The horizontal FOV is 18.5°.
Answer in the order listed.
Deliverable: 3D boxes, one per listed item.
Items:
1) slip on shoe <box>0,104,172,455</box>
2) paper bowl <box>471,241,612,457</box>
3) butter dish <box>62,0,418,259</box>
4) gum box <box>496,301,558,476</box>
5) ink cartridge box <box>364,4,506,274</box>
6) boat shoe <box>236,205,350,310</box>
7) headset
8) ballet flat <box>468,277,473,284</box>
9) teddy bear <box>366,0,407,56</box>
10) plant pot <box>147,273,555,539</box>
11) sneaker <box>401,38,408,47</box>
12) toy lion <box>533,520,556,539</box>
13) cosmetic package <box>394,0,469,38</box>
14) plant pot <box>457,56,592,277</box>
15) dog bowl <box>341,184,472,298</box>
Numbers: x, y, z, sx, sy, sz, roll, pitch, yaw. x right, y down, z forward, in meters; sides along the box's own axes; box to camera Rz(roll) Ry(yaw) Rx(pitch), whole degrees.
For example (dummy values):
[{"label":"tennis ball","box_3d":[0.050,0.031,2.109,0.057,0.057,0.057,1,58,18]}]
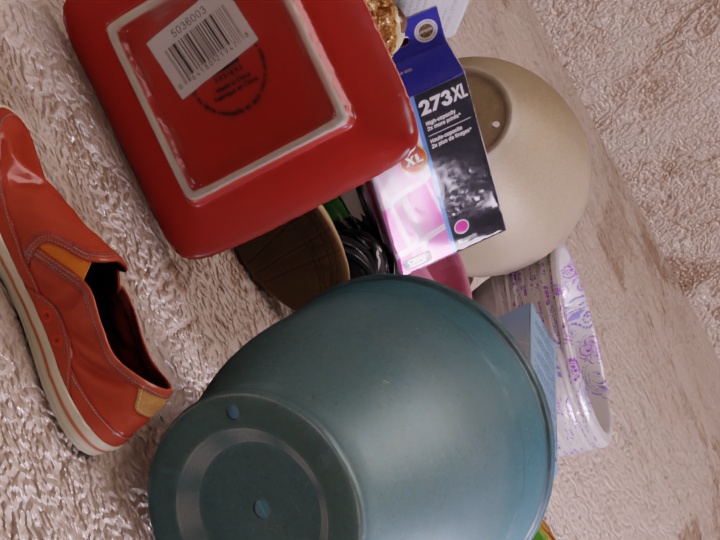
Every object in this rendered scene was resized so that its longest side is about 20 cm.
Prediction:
[{"label":"slip on shoe","box_3d":[-0.156,-0.002,1.187,0.200,0.061,0.074,66,16,14]},{"label":"paper bowl","box_3d":[0.162,0.077,2.064,0.201,0.104,0.201,-14,90,-79]},{"label":"butter dish","box_3d":[-0.058,-0.136,1.451,0.200,0.200,0.148,64,26,0]},{"label":"gum box","box_3d":[0.051,0.112,1.510,0.045,0.170,0.200,60,14,-17]},{"label":"ink cartridge box","box_3d":[0.045,-0.096,1.696,0.037,0.094,0.200,-126,-165,-55]},{"label":"boat shoe","box_3d":[-0.071,-0.060,1.586,0.200,0.072,0.072,52,18,-19]},{"label":"headset","box_3d":[0.000,0.000,1.677,0.200,0.094,0.123,65,14,2]},{"label":"ballet flat","box_3d":[0.083,-0.025,2.082,0.071,0.071,0.200,56,17,-30]},{"label":"teddy bear","box_3d":[-0.027,-0.149,1.594,0.067,0.200,0.145,18,44,-22]},{"label":"plant pot","box_3d":[-0.017,0.116,1.252,0.188,0.200,0.201,-20,84,-61]},{"label":"sneaker","box_3d":[0.034,-0.146,1.763,0.200,0.121,0.084,-25,68,-44]},{"label":"toy lion","box_3d":[0.129,0.203,1.811,0.200,0.069,0.192,55,2,16]},{"label":"cosmetic package","box_3d":[-0.026,-0.271,1.736,0.165,0.199,0.165,113,-42,-62]},{"label":"plant pot","box_3d":[0.100,-0.110,1.967,0.135,0.200,0.201,60,9,-67]},{"label":"dog bowl","box_3d":[0.025,-0.021,1.848,0.200,0.074,0.200,58,16,-26]}]
